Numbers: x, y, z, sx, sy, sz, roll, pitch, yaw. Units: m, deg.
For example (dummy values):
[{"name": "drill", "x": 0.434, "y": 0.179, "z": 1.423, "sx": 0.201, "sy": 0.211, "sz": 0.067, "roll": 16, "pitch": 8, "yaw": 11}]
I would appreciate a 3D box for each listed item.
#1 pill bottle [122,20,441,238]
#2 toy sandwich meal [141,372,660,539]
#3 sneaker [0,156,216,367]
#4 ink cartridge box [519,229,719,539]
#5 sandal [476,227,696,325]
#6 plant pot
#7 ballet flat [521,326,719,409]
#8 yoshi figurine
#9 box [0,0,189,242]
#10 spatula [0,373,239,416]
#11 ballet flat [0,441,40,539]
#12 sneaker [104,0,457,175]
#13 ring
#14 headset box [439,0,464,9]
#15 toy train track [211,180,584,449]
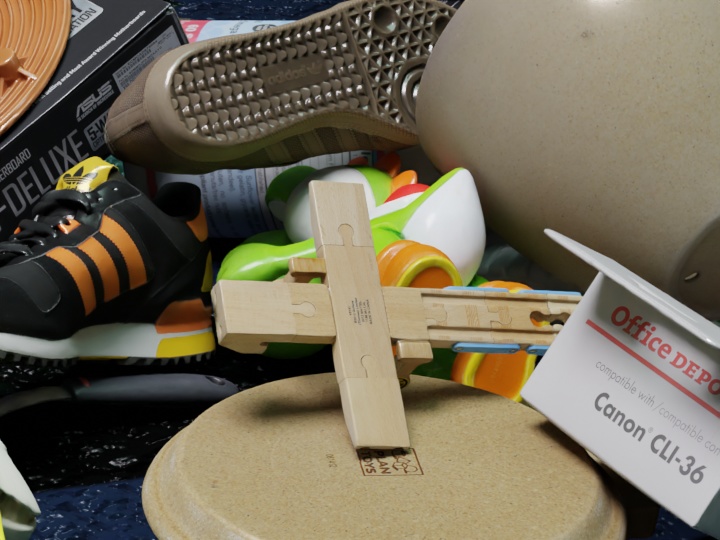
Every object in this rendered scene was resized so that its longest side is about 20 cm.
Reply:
[{"name": "pill bottle", "x": -0.011, "y": -0.070, "z": 1.343, "sx": 0.200, "sy": 0.109, "sz": 0.109, "roll": 1, "pitch": 22, "yaw": 11}, {"name": "toy sandwich meal", "x": 0.012, "y": 0.103, "z": 1.048, "sx": 0.205, "sy": 0.070, "sz": 0.205, "roll": 3, "pitch": 24, "yaw": -1}, {"name": "sneaker", "x": -0.132, "y": -0.005, "z": 1.158, "sx": 0.070, "sy": 0.090, "sz": 0.200, "roll": 2, "pitch": -1, "yaw": 31}, {"name": "ink cartridge box", "x": 0.145, "y": 0.066, "z": 1.052, "sx": 0.200, "sy": 0.068, "sz": 0.116, "roll": 31, "pitch": 3, "yaw": -41}, {"name": "sandal", "x": 0.101, "y": 0.004, "z": 1.325, "sx": 0.082, "sy": 0.050, "sz": 0.203, "roll": -31, "pitch": 29, "yaw": -34}, {"name": "plant pot", "x": 0.143, "y": -0.057, "z": 1.194, "sx": 0.200, "sy": 0.200, "sz": 0.134, "roll": -8, "pitch": 51, "yaw": -32}, {"name": "ballet flat", "x": 0.146, "y": 0.048, "z": 1.215, "sx": 0.200, "sy": 0.063, "sz": 0.069, "roll": -2, "pitch": 24, "yaw": -20}, {"name": "yoshi figurine", "x": -0.004, "y": 0.015, "z": 1.205, "sx": 0.112, "sy": 0.112, "sz": 0.200, "roll": -19, "pitch": 22, "yaw": -16}, {"name": "box", "x": -0.199, "y": -0.074, "z": 1.292, "sx": 0.200, "sy": 0.050, "sz": 0.158, "roll": -42, "pitch": 46, "yaw": -20}, {"name": "spatula", "x": -0.140, "y": 0.058, "z": 1.155, "sx": 0.200, "sy": 0.021, "sz": 0.057, "roll": -6, "pitch": 25, "yaw": -30}, {"name": "ballet flat", "x": -0.152, "y": 0.100, "z": 1.019, "sx": 0.067, "sy": 0.067, "sz": 0.200, "roll": 22, "pitch": 20, "yaw": -21}, {"name": "sneaker", "x": -0.026, "y": -0.082, "z": 1.236, "sx": 0.200, "sy": 0.070, "sz": 0.076, "roll": -6, "pitch": -6, "yaw": -37}, {"name": "ring", "x": -0.233, "y": -0.100, "z": 1.282, "sx": 0.200, "sy": 0.019, "sz": 0.200, "roll": -13, "pitch": 43, "yaw": 13}, {"name": "headset box", "x": 0.109, "y": -0.106, "z": 1.524, "sx": 0.200, "sy": 0.093, "sz": 0.174, "roll": 14, "pitch": 23, "yaw": 13}, {"name": "toy train track", "x": 0.032, "y": 0.025, "z": 1.084, "sx": 0.200, "sy": 0.033, "sz": 0.115, "roll": 3, "pitch": 62, "yaw": -24}]
